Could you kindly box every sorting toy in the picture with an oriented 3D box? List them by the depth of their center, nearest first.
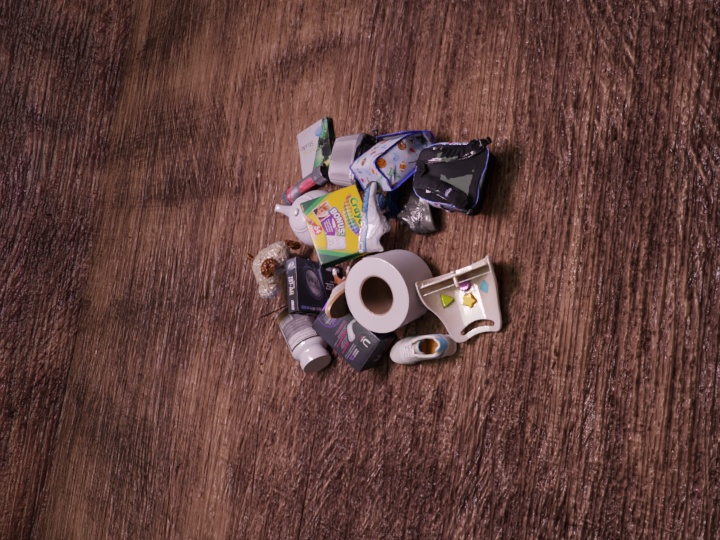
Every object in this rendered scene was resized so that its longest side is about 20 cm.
[{"bbox_3d":[0.266,0.080,1.395,0.200,0.107,0.180,-22,80,25],"label":"sorting toy"}]

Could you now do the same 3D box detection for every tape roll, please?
[{"bbox_3d":[0.079,0.053,1.496,0.202,0.139,0.203,9,105,35],"label":"tape roll"}]

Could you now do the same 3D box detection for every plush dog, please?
[{"bbox_3d":[-0.280,-0.034,1.797,0.200,0.160,0.172,-55,10,-35],"label":"plush dog"}]

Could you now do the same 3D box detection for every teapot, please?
[{"bbox_3d":[-0.154,-0.171,1.778,0.200,0.146,0.198,-37,60,30],"label":"teapot"}]

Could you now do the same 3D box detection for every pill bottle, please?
[{"bbox_3d":[-0.172,0.210,1.742,0.116,0.116,0.200,-46,56,25],"label":"pill bottle"}]

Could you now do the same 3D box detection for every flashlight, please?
[{"bbox_3d":[-0.179,-0.274,1.846,0.200,0.068,0.068,-25,23,40],"label":"flashlight"}]

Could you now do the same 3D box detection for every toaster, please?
[{"bbox_3d":[-0.017,-0.337,1.711,0.129,0.114,0.200,10,90,44],"label":"toaster"}]

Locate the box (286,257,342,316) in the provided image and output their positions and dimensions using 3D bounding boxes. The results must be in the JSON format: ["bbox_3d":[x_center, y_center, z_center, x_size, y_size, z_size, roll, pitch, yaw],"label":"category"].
[{"bbox_3d":[-0.133,0.056,1.679,0.043,0.200,0.160,-17,70,38],"label":"box"}]

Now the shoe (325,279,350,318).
[{"bbox_3d":[-0.041,0.071,1.548,0.053,0.200,0.070,1,118,36],"label":"shoe"}]

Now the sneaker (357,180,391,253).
[{"bbox_3d":[0.043,-0.144,1.530,0.087,0.075,0.200,5,106,2],"label":"sneaker"}]

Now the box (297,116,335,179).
[{"bbox_3d":[-0.144,-0.398,1.887,0.144,0.036,0.200,-22,69,37],"label":"box"}]

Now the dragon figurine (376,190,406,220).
[{"bbox_3d":[0.080,-0.202,1.606,0.059,0.099,0.200,-8,76,40],"label":"dragon figurine"}]

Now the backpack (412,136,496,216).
[{"bbox_3d":[0.237,-0.238,1.433,0.190,0.154,0.200,16,85,25],"label":"backpack"}]

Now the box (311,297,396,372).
[{"bbox_3d":[-0.019,0.174,1.592,0.200,0.106,0.122,41,110,24],"label":"box"}]

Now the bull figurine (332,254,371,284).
[{"bbox_3d":[0.000,0.000,1.663,0.200,0.065,0.122,-42,50,22],"label":"bull figurine"}]

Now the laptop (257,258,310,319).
[{"bbox_3d":[-0.244,0.062,1.770,0.187,0.116,0.200,155,125,-72],"label":"laptop"}]

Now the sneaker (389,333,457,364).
[{"bbox_3d":[0.151,0.204,1.478,0.200,0.081,0.077,-20,70,39],"label":"sneaker"}]

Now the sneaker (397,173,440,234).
[{"bbox_3d":[0.149,-0.192,1.558,0.114,0.076,0.200,-16,76,31],"label":"sneaker"}]

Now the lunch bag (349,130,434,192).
[{"bbox_3d":[0.092,-0.317,1.556,0.200,0.124,0.170,-41,21,-16],"label":"lunch bag"}]

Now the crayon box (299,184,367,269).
[{"bbox_3d":[-0.062,-0.127,1.619,0.172,0.058,0.200,-20,74,-2],"label":"crayon box"}]
